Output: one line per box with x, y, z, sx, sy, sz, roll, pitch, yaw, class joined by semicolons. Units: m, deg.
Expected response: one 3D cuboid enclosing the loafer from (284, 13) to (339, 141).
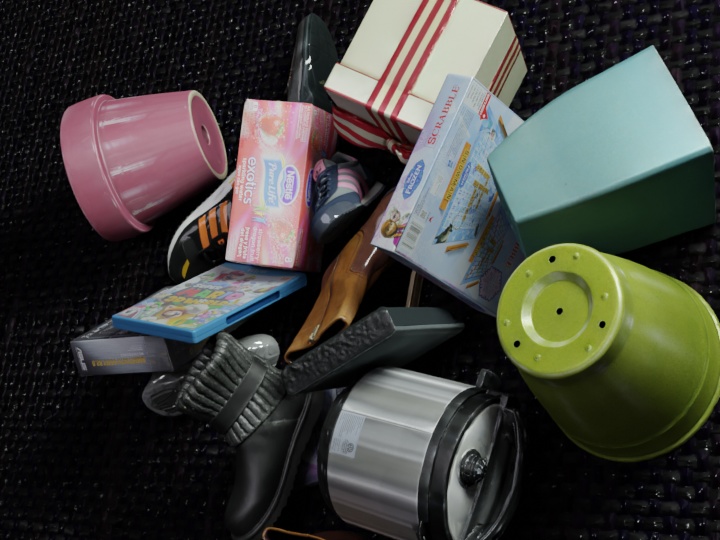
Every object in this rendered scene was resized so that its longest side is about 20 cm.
-0.075;-0.249;1.595;0.072;0.073;0.203;-16;61;34;loafer

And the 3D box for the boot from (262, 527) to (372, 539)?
-0.041;0.305;1.250;0.187;0.199;0.069;18;81;39;boot

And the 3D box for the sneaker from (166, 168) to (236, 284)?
-0.177;-0.049;1.582;0.200;0.070;0.090;-49;48;6;sneaker

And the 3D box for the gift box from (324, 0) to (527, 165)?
0.086;-0.204;1.395;0.183;0.200;0.188;25;82;26;gift box

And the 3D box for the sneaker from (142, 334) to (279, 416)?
-0.192;0.108;1.526;0.198;0.078;0.100;-19;44;19;sneaker

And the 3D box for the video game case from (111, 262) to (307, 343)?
-0.180;0.036;1.439;0.142;0.199;0.018;7;113;38;video game case

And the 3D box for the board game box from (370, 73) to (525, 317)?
0.124;-0.077;1.294;0.041;0.199;0.202;20;82;47;board game box

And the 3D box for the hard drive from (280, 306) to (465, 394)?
0.017;0.083;1.278;0.139;0.199;0.033;-32;75;21;hard drive

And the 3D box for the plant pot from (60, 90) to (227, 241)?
-0.288;-0.160;1.643;0.177;0.200;0.202;-17;61;12;plant pot

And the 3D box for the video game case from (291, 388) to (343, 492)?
-0.058;0.186;1.432;0.198;0.019;0.145;-21;60;26;video game case

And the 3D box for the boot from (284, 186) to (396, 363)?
0.000;0.000;1.344;0.188;0.069;0.200;-36;13;32;boot

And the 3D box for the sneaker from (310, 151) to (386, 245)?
-0.034;-0.089;1.414;0.082;0.200;0.070;45;110;0;sneaker

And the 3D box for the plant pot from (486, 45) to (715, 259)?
0.240;-0.099;1.222;0.198;0.142;0.142;-23;57;4;plant pot

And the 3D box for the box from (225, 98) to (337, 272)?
-0.096;-0.104;1.485;0.093;0.102;0.203;7;89;19;box

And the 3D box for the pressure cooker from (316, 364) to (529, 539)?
0.076;0.200;1.222;0.198;0.178;0.178;9;117;34;pressure cooker

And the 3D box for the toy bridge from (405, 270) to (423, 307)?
0.101;-0.010;1.394;0.067;0.027;0.201;34;93;40;toy bridge

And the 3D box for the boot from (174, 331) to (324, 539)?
-0.148;0.193;1.373;0.079;0.157;0.213;-3;63;61;boot

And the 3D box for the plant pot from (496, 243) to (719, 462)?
0.231;0.066;1.163;0.198;0.192;0.203;-14;63;29;plant pot

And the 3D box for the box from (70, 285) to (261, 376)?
-0.241;0.070;1.506;0.157;0.200;0.049;-6;107;32;box
